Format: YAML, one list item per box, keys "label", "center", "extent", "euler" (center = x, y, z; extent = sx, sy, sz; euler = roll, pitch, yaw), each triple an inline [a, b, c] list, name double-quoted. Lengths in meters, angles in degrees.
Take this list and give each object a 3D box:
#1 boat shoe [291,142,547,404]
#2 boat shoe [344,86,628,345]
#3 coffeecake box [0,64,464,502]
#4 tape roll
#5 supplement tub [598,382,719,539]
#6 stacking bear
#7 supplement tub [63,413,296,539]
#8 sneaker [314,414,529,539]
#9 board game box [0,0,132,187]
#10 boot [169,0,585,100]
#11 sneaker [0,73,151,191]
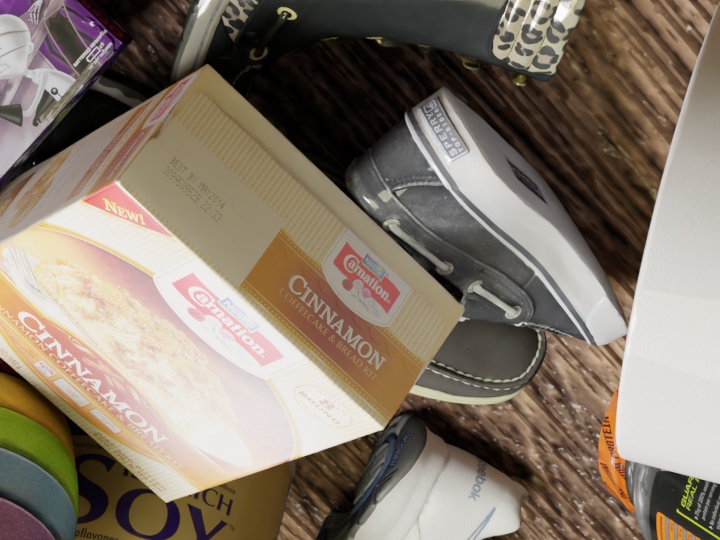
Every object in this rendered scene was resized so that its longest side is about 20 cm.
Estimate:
- label: "boat shoe"
  center: [0.000, -0.001, 1.333]
  extent: [0.201, 0.072, 0.066]
  euler: [32, 168, -10]
- label: "boat shoe"
  center: [0.055, -0.009, 1.291]
  extent: [0.068, 0.072, 0.200]
  euler: [-34, 148, 11]
- label: "coffeecake box"
  center: [-0.075, 0.012, 1.277]
  extent: [0.154, 0.073, 0.200]
  euler: [43, 150, -14]
- label: "tape roll"
  center: [0.192, -0.006, 1.168]
  extent: [0.139, 0.203, 0.203]
  euler: [14, 141, 11]
- label: "supplement tub"
  center: [0.206, 0.106, 1.305]
  extent: [0.200, 0.122, 0.123]
  euler: [34, 154, 41]
- label: "stacking bear"
  center: [-0.183, 0.085, 1.359]
  extent: [0.114, 0.200, 0.121]
  euler: [25, 134, -22]
- label: "supplement tub"
  center: [-0.113, 0.125, 1.458]
  extent: [0.145, 0.200, 0.145]
  euler: [11, 154, 5]
- label: "sneaker"
  center: [0.020, 0.156, 1.553]
  extent: [0.087, 0.075, 0.200]
  euler: [24, 143, -8]
- label: "board game box"
  center: [-0.212, -0.072, 1.327]
  extent: [0.120, 0.032, 0.200]
  euler: [44, 103, 2]
- label: "boot"
  center: [0.008, -0.106, 1.250]
  extent: [0.154, 0.074, 0.204]
  euler: [22, 143, -2]
- label: "sneaker"
  center: [-0.174, -0.057, 1.386]
  extent: [0.200, 0.088, 0.076]
  euler: [25, 142, -2]
